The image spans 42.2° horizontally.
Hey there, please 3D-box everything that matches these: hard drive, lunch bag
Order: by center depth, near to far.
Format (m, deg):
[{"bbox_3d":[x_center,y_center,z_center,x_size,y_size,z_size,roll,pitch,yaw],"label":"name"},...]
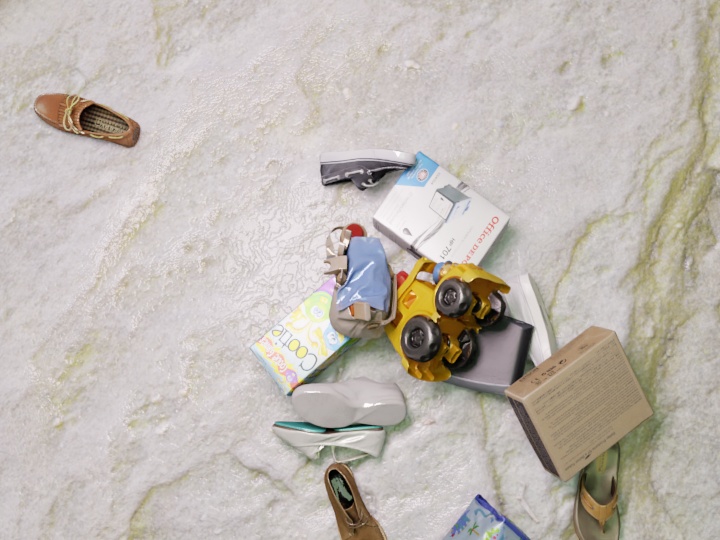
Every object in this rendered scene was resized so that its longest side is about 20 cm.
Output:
[{"bbox_3d":[0.215,0.494,1.508,0.200,0.127,0.171,43,85,-21],"label":"lunch bag"},{"bbox_3d":[0.184,0.129,1.579,0.196,0.042,0.138,12,82,24],"label":"hard drive"}]

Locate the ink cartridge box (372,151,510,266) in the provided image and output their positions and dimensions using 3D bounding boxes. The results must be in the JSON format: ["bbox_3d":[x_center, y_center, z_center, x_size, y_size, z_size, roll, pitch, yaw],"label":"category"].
[{"bbox_3d":[0.140,-0.085,1.621,0.198,0.086,0.148,35,84,9],"label":"ink cartridge box"}]

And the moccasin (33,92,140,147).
[{"bbox_3d":[-0.499,-0.275,1.687,0.198,0.078,0.075,24,83,6],"label":"moccasin"}]

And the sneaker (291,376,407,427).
[{"bbox_3d":[-0.022,0.212,1.578,0.196,0.089,0.076,8,124,-13],"label":"sneaker"}]

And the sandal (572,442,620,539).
[{"bbox_3d":[0.398,0.370,1.550,0.078,0.054,0.205,6,81,4],"label":"sandal"}]

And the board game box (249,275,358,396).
[{"bbox_3d":[-0.075,0.110,1.591,0.199,0.105,0.103,-40,80,-3],"label":"board game box"}]

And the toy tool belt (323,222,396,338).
[{"bbox_3d":[0.000,0.000,1.490,0.122,0.123,0.204,-2,68,-6],"label":"toy tool belt"}]

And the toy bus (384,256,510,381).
[{"bbox_3d":[0.119,0.049,1.525,0.201,0.134,0.193,-54,50,17],"label":"toy bus"}]

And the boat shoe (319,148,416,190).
[{"bbox_3d":[0.010,-0.173,1.620,0.197,0.071,0.069,2,90,33],"label":"boat shoe"}]

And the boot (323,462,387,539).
[{"bbox_3d":[-0.010,0.419,1.554,0.073,0.076,0.203,-26,82,-3],"label":"boot"}]

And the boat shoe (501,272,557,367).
[{"bbox_3d":[0.288,0.108,1.594,0.067,0.072,0.204,-19,87,21],"label":"boat shoe"}]

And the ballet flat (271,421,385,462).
[{"bbox_3d":[-0.055,0.292,1.584,0.195,0.069,0.071,2,81,0],"label":"ballet flat"}]

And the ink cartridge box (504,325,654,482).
[{"bbox_3d":[0.357,0.215,1.524,0.198,0.075,0.167,-32,104,-14],"label":"ink cartridge box"}]
